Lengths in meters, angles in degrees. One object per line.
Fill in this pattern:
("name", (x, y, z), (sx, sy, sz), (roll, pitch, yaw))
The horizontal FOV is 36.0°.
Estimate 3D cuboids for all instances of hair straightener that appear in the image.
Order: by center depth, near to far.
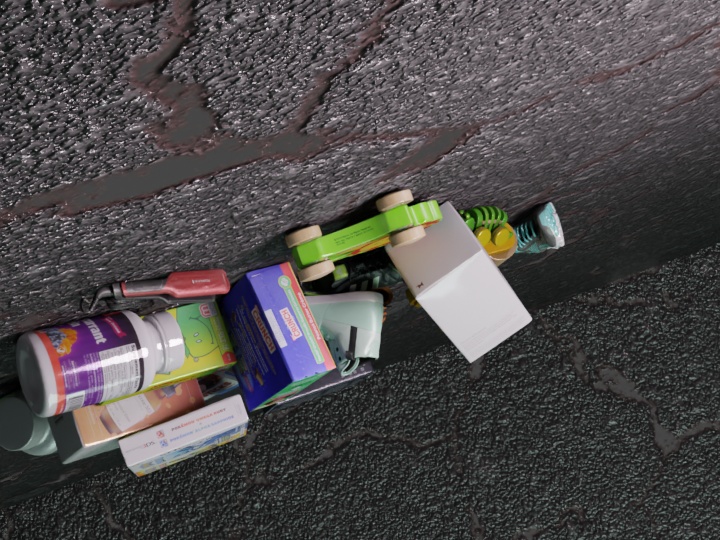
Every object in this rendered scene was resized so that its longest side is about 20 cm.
("hair straightener", (-0.264, 0.035, 1.387), (0.200, 0.041, 0.077), (-11, 166, -42))

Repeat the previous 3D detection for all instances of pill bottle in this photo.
("pill bottle", (-0.339, 0.115, 1.458), (0.200, 0.111, 0.111), (-14, 168, -33))
("pill bottle", (-0.484, 0.232, 1.752), (0.111, 0.111, 0.200), (-24, 169, 20))

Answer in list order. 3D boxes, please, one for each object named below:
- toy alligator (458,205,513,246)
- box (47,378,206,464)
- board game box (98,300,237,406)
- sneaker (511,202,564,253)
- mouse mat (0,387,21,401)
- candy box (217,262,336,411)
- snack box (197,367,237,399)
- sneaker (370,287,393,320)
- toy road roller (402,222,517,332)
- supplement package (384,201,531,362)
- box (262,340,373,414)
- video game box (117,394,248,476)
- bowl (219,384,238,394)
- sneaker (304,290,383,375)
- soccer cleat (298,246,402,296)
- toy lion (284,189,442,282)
("toy alligator", (0.164, -0.070, 1.660), (0.200, 0.059, 0.054), (-3, 116, -40))
("box", (-0.353, 0.175, 1.626), (0.200, 0.152, 0.106), (-14, 167, -36))
("board game box", (-0.287, 0.114, 1.581), (0.200, 0.102, 0.048), (-14, 169, -32))
("sneaker", (0.295, -0.061, 1.894), (0.091, 0.078, 0.200), (-17, 168, 3))
("mouse mat", (-0.492, 0.186, 1.828), (0.161, 0.008, 0.200), (-26, 170, 26))
("candy box", (-0.133, 0.100, 1.615), (0.077, 0.169, 0.200), (-19, 170, -27))
("snack box", (-0.281, 0.192, 1.757), (0.200, 0.024, 0.072), (-28, 144, 35))
("sneaker", (0.021, 0.066, 1.997), (0.112, 0.078, 0.200), (-24, 169, 26))
("toy road roller", (0.169, 0.013, 1.815), (0.200, 0.146, 0.123), (-17, 170, -18))
("supplement package", (0.143, 0.019, 1.598), (0.117, 0.117, 0.200), (-35, 138, 7))
("box", (-0.101, 0.161, 2.053), (0.200, 0.149, 0.107), (-16, 168, -22))
("video game box", (-0.258, 0.247, 1.639), (0.182, 0.047, 0.200), (-18, 168, -11))
("bowl", (-0.179, 0.129, 1.837), (0.201, 0.039, 0.201), (-33, -169, 7))
("sneaker", (-0.057, 0.100, 1.675), (0.200, 0.118, 0.074), (-9, 163, 34))
("soccer cleat", (0.000, 0.000, 1.653), (0.200, 0.068, 0.081), (-23, 169, 27))
("toy lion", (0.011, -0.047, 1.470), (0.200, 0.069, 0.192), (-21, 177, 3))
